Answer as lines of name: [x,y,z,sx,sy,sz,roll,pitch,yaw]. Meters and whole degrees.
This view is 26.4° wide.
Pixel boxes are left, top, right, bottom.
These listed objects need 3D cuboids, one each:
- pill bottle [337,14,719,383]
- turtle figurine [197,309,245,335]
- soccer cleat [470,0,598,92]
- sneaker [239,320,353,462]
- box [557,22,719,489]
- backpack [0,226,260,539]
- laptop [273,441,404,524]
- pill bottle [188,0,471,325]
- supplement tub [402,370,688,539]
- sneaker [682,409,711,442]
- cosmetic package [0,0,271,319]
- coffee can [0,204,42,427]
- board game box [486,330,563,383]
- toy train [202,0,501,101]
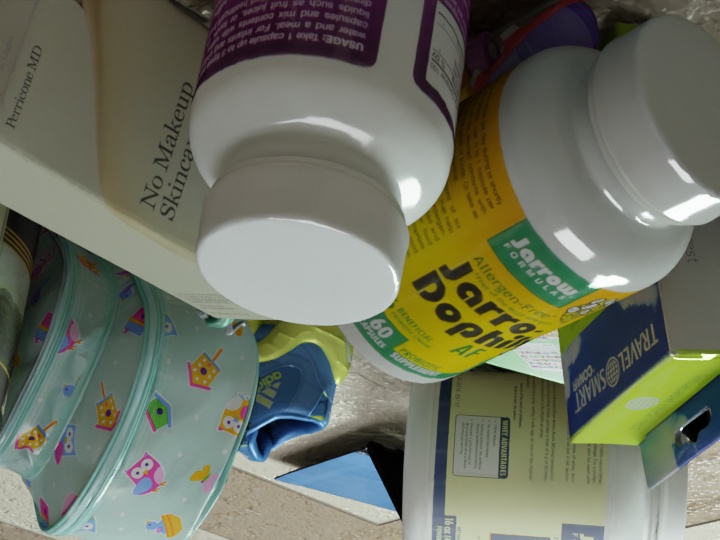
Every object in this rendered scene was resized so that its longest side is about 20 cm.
pill bottle: [0.078,-0.031,0.689,0.112,0.114,0.199,24,144,-32]
turtle figurine: [-0.111,-0.052,0.847,0.150,0.101,0.200,42,-173,28]
soccer cleat: [0.085,-0.050,0.791,0.066,0.077,0.201,-22,151,-37]
sneaker: [-0.104,0.078,1.074,0.197,0.106,0.076,-3,151,15]
box: [0.137,-0.005,0.770,0.047,0.202,0.122,3,154,-15]
backpack: [-0.153,0.074,0.941,0.152,0.177,0.200,24,-173,-35]
laptop: [0.056,0.224,1.302,0.186,0.201,0.116,20,116,-35]
pill bottle: [-0.012,-0.084,0.647,0.111,0.202,0.113,7,150,4]
supplement tub: [0.133,0.149,1.122,0.197,0.147,0.145,3,152,6]
sneaker: [0.167,0.061,1.019,0.198,0.081,0.071,18,150,-21]
cosmetic package: [-0.099,-0.060,0.711,0.072,0.105,0.199,0,158,42]
coffee can: [-0.257,0.001,0.857,0.144,0.202,0.147,5,153,2]
board game box: [0.147,0.011,0.928,0.198,0.029,0.135,16,124,-18]
toy train: [-0.010,-0.085,0.807,0.198,0.056,0.150,19,149,-25]
